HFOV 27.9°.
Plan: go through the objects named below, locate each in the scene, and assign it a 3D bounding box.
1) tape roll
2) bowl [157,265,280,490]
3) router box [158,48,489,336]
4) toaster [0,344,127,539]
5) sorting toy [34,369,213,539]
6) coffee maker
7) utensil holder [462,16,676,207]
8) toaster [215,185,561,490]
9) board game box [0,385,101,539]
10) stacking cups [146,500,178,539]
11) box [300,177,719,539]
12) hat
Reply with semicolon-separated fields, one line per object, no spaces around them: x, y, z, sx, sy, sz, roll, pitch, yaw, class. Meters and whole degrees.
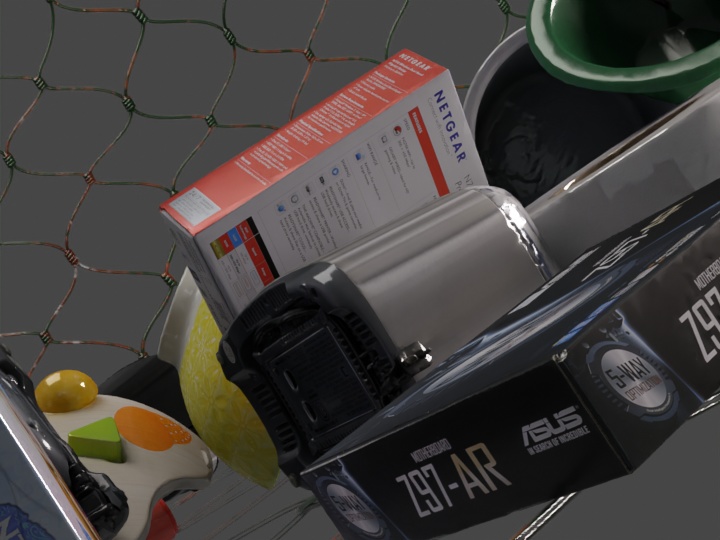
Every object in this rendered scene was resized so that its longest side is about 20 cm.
0.169;-0.042;0.821;0.202;0.071;0.202;-34;0;0;tape roll
-0.078;0.041;1.014;0.200;0.107;0.201;-160;90;-89;bowl
0.000;0.000;0.871;0.179;0.200;0.049;-34;36;-16;router box
-0.210;0.108;0.721;0.129;0.200;0.114;-44;-35;-6;toaster
-0.186;0.154;0.828;0.200;0.107;0.180;-34;19;-2;sorting toy
-0.232;0.151;1.320;0.134;0.193;0.200;-3;16;23;coffee maker
0.160;-0.094;1.093;0.170;0.170;0.200;-34;-3;4;utensil holder
0.021;0.032;0.753;0.129;0.114;0.200;-31;-3;-30;toaster
-0.127;0.080;0.511;0.041;0.200;0.199;-33;1;-13;board game box
-0.222;0.231;1.042;0.200;0.061;0.060;-29;-2;-29;stacking cups
0.093;0.025;0.547;0.200;0.044;0.160;-34;1;-37;box
0.231;-0.128;0.974;0.199;0.176;0.166;1;55;28;hat
